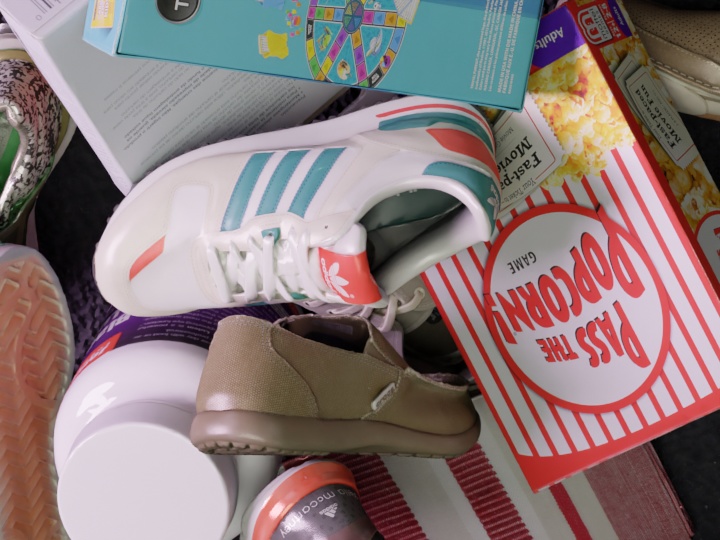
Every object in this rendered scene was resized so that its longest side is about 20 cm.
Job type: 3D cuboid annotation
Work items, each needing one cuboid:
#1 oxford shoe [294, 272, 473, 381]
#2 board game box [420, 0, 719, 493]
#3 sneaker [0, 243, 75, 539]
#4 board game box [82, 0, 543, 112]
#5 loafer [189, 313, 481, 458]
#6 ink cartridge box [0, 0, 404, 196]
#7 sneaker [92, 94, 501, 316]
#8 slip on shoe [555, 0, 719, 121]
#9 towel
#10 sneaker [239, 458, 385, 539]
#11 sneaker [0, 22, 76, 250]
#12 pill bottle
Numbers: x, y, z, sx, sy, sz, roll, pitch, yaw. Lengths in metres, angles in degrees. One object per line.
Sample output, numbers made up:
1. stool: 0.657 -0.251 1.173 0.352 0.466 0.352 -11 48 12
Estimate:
1. oxford shoe: 0.000 0.000 1.386 0.200 0.058 0.075 33 106 -38
2. board game box: 0.101 -0.012 1.339 0.151 0.046 0.200 -30 87 40
3. sneaker: -0.194 0.078 1.419 0.080 0.071 0.200 17 114 37
4. board game box: -0.011 -0.159 1.239 0.200 0.047 0.151 6 101 -25
5. loafer: -0.005 0.054 1.330 0.076 0.200 0.068 2 89 31
6. ink cartridge box: -0.051 -0.121 1.327 0.200 0.041 0.200 -41 143 -9
7. sneaker: -0.028 -0.017 1.288 0.199 0.093 0.070 -17 122 4
8. slip on shoe: 0.192 -0.102 1.358 0.200 0.076 0.061 24 118 -4
9. towel: 0.059 0.120 1.477 0.200 0.023 0.144 -20 123 14
10. sneaker: -0.017 0.180 1.356 0.077 0.082 0.200 -28 143 -21
11. sneaker: -0.199 -0.024 1.428 0.077 0.089 0.200 17 114 1
12. pill bottle: -0.090 0.073 1.393 0.111 0.200 0.112 2 111 6
